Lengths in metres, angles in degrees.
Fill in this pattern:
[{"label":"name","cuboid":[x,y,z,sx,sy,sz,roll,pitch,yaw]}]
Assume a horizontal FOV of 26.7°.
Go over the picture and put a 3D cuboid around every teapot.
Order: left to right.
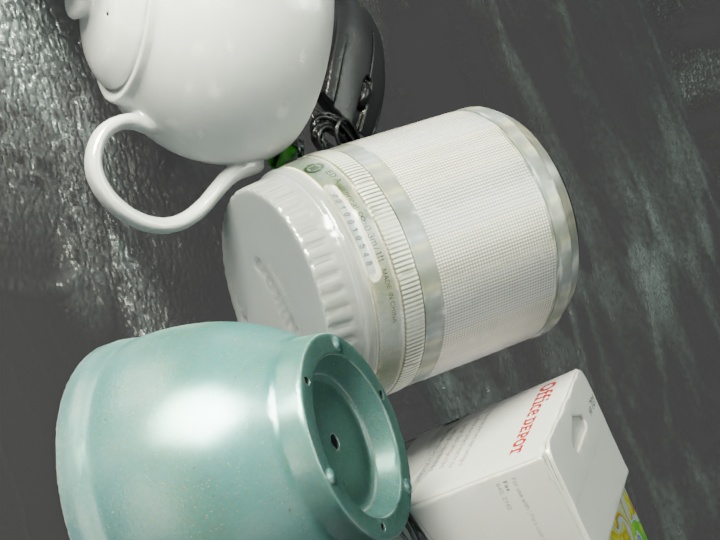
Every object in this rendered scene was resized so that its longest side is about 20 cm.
[{"label":"teapot","cuboid":[-0.114,-0.158,0.958,0.145,0.199,0.201,2,38,-27]}]

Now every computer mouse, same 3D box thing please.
[{"label":"computer mouse","cuboid":[-0.004,-0.172,1.335,0.138,0.052,0.202,32,41,-54]}]

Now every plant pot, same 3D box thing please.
[{"label":"plant pot","cuboid":[-0.055,0.112,0.847,0.200,0.133,0.202,47,30,-39]}]

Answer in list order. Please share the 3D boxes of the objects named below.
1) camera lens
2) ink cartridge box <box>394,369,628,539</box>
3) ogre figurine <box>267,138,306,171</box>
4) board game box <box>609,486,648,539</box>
[{"label":"camera lens","cuboid":[0.030,-0.010,0.987,0.198,0.160,0.161,-18,84,-27]},{"label":"ink cartridge box","cuboid":[0.061,0.156,0.979,0.086,0.199,0.146,63,23,-8]},{"label":"ogre figurine","cuboid":[0.000,0.000,1.140,0.120,0.097,0.202,-106,180,-67]},{"label":"board game box","cuboid":[0.180,0.233,1.303,0.201,0.104,0.103,65,23,-5]}]
